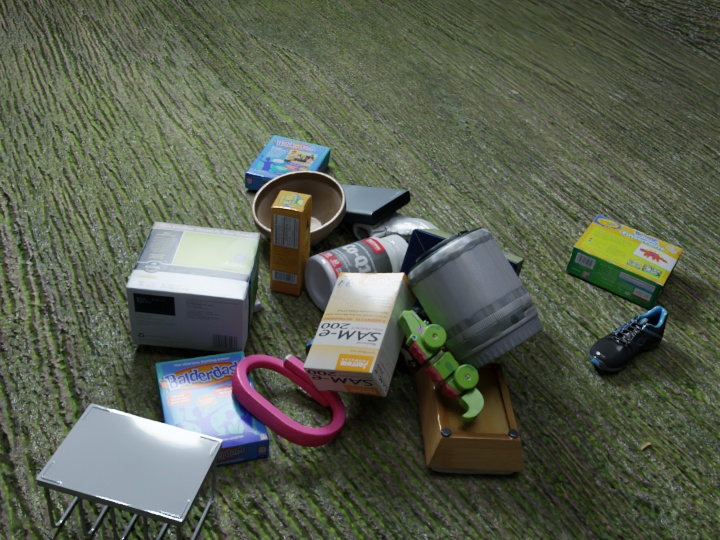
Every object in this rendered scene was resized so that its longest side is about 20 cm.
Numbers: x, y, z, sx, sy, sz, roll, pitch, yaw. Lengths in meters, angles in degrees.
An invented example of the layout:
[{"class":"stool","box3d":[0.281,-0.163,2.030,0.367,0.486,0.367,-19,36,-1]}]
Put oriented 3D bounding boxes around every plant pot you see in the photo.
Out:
[{"class":"plant pot","box3d":[-0.125,-0.114,1.608,0.199,0.093,0.202,-4,47,4]}]

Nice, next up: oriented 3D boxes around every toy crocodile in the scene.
[{"class":"toy crocodile","box3d":[0.125,0.148,1.190,0.062,0.068,0.200,-36,83,-20]}]

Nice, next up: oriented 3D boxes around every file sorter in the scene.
[{"class":"file sorter","box3d":[-0.308,0.297,1.037,0.198,0.125,0.139,13,37,6]}]

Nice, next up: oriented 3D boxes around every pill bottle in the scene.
[{"class":"pill bottle","box3d":[0.000,0.000,1.484,0.199,0.115,0.114,-20,45,-31]}]

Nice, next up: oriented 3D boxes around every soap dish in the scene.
[{"class":"soap dish","box3d":[0.178,0.235,1.243,0.156,0.082,0.201,4,39,-6]}]

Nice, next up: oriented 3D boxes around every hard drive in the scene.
[{"class":"hard drive","box3d":[-0.006,-0.148,1.684,0.199,0.033,0.139,11,32,40]}]

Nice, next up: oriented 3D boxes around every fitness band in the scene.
[{"class":"fitness band","box3d":[-0.115,0.204,1.223,0.199,0.038,0.143,35,29,14]}]

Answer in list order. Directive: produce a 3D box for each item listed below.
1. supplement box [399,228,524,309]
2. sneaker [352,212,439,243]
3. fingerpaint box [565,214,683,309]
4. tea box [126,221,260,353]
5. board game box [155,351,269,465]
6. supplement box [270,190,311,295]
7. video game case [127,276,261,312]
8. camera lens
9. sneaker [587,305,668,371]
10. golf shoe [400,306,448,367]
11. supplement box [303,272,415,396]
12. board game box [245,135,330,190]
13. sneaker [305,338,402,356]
[{"class":"supplement box","box3d":[0.190,0.013,1.421,0.199,0.135,0.200,20,8,14]},{"class":"sneaker","box3d":[0.077,-0.070,1.631,0.199,0.074,0.115,24,41,35]},{"class":"fingerpaint box","box3d":[0.577,-0.022,1.652,0.199,0.074,0.167,26,42,22]},{"class":"tea box","box3d":[-0.290,0.028,1.344,0.198,0.134,0.197,7,39,-1]},{"class":"board game box","box3d":[-0.242,0.221,1.212,0.151,0.045,0.200,-7,39,-19]},{"class":"supplement box","box3d":[-0.135,-0.051,1.454,0.068,0.201,0.067,13,37,6]},{"class":"video game case","box3d":[-0.319,0.043,1.446,0.199,0.023,0.182,-17,44,-29]},{"class":"camera lens","box3d":[0.184,0.044,1.234,0.159,0.160,0.201,-26,81,-36]},{"class":"sneaker","box3d":[0.511,0.126,1.444,0.199,0.082,0.073,-23,49,-32]},{"class":"golf shoe","box3d":[0.123,0.137,1.349,0.199,0.088,0.077,35,16,-21]},{"class":"supplement box","box3d":[0.002,0.100,1.243,0.125,0.074,0.201,0,50,26]},{"class":"board game box","box3d":[-0.172,-0.249,1.817,0.151,0.045,0.200,14,38,8]},{"class":"sneaker","box3d":[-0.010,0.131,1.368,0.199,0.079,0.090,-8,21,-25]}]
